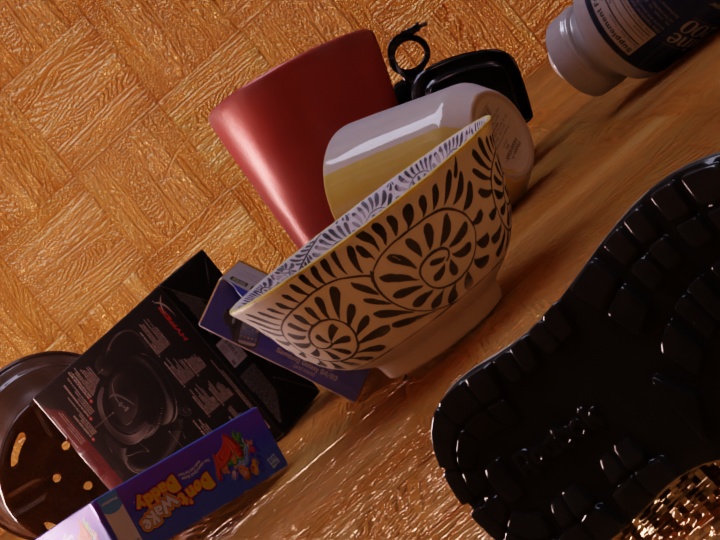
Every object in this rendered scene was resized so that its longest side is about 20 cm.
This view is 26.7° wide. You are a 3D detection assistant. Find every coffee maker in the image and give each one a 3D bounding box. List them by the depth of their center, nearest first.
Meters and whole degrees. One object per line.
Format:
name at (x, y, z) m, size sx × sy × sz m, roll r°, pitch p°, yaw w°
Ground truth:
coffee maker at (0.089, -0.168, 1.587) m, size 0.134 × 0.193 × 0.200 m, roll -40°, pitch 4°, yaw -7°

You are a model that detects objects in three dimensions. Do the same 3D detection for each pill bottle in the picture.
pill bottle at (0.255, -0.237, 1.314) m, size 0.200 × 0.111 × 0.111 m, roll -37°, pitch 5°, yaw 44°

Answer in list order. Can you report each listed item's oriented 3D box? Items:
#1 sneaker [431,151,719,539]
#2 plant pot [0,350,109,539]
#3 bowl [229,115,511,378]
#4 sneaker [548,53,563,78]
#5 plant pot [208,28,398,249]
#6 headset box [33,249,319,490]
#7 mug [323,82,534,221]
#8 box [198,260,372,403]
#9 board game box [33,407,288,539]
sneaker at (0.097, 0.004, 0.382) m, size 0.087 × 0.076 × 0.200 m, roll -35°, pitch 0°, yaw -36°
plant pot at (-0.295, 0.187, 1.516) m, size 0.200 × 0.201 × 0.198 m, roll -41°, pitch 11°, yaw -13°
bowl at (0.025, 0.002, 0.927) m, size 0.200 × 0.095 × 0.201 m, roll -36°, pitch 6°, yaw 4°
sneaker at (0.322, -0.313, 1.886) m, size 0.200 × 0.080 × 0.089 m, roll -45°, pitch 9°, yaw 8°
plant pot at (-0.034, -0.121, 1.552) m, size 0.199 × 0.179 × 0.200 m, roll -27°, pitch -1°, yaw 0°
headset box at (-0.155, 0.105, 1.216) m, size 0.200 × 0.149 × 0.077 m, roll -39°, pitch 3°, yaw 34°
mug at (0.075, -0.073, 1.336) m, size 0.148 × 0.189 × 0.152 m, roll 4°, pitch -22°, yaw -45°
box at (-0.048, 0.041, 1.071) m, size 0.042 × 0.118 × 0.200 m, roll -64°, pitch 2°, yaw 6°
board game box at (-0.151, 0.167, 1.026) m, size 0.134 × 0.045 × 0.200 m, roll -28°, pitch -5°, yaw -36°
